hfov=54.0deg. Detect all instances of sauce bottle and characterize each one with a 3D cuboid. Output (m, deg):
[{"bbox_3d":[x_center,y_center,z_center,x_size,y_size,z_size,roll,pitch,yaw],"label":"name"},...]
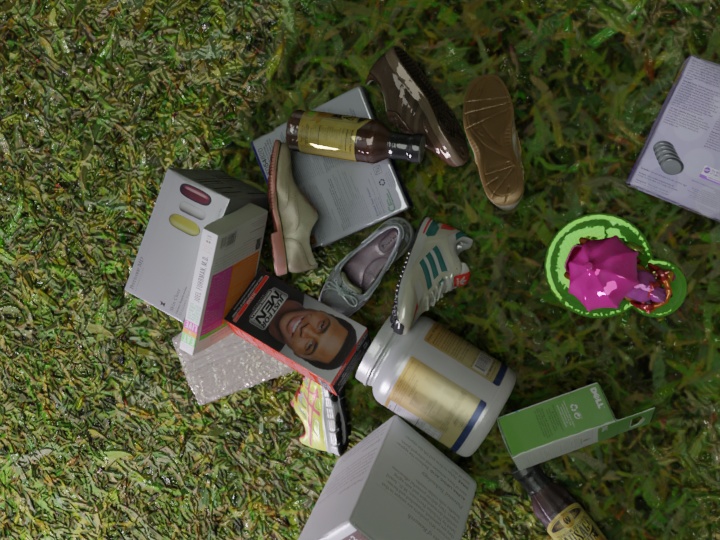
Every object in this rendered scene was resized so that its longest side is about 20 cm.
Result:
[{"bbox_3d":[0.298,0.366,1.033,0.066,0.066,0.200,-43,83,16],"label":"sauce bottle"},{"bbox_3d":[-0.006,-0.188,1.014,0.198,0.065,0.065,12,99,13],"label":"sauce bottle"}]

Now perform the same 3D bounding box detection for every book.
[{"bbox_3d":[-0.201,0.013,1.039,0.048,0.134,0.201,25,117,13],"label":"book"}]

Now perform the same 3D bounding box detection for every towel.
[{"bbox_3d":[-0.206,0.133,1.165,0.199,0.034,0.133,-21,91,15],"label":"towel"}]

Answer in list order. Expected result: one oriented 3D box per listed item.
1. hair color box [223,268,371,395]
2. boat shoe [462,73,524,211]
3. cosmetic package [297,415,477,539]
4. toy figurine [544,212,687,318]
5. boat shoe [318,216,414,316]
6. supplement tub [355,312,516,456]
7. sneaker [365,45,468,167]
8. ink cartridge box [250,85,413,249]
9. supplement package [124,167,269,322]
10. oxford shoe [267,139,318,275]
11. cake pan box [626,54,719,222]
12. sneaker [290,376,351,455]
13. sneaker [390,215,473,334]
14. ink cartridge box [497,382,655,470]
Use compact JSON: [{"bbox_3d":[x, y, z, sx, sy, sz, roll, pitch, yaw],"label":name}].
[{"bbox_3d":[-0.093,0.090,1.056,0.199,0.061,0.102,27,70,20],"label":"hair color box"},{"bbox_3d":[0.189,-0.177,1.000,0.073,0.069,0.202,-9,73,13],"label":"boat shoe"},{"bbox_3d":[0.035,0.354,0.999,0.165,0.200,0.165,40,129,-5],"label":"cosmetic package"},{"bbox_3d":[0.339,0.014,0.920,0.199,0.184,0.151,24,102,11],"label":"toy figurine"},{"bbox_3d":[0.002,0.001,1.074,0.074,0.065,0.202,47,108,7],"label":"boat shoe"},{"bbox_3d":[0.107,0.157,1.022,0.199,0.144,0.145,32,103,10],"label":"supplement tub"},{"bbox_3d":[0.083,-0.227,1.036,0.075,0.070,0.201,-35,83,35],"label":"sneaker"},{"bbox_3d":[-0.045,-0.149,1.083,0.199,0.041,0.201,-21,90,18],"label":"ink cartridge box"},{"bbox_3d":[-0.247,-0.044,1.092,0.110,0.156,0.201,26,103,12],"label":"supplement package"},{"bbox_3d":[-0.101,-0.095,1.061,0.073,0.071,0.202,-4,95,-7],"label":"oxford shoe"},{"bbox_3d":[0.484,-0.160,0.930,0.199,0.052,0.185,24,104,12],"label":"cake pan box"},{"bbox_3d":[-0.072,0.192,1.113,0.090,0.078,0.202,-2,94,23],"label":"sneaker"},{"bbox_3d":[0.106,0.010,0.999,0.093,0.201,0.071,17,143,7],"label":"sneaker"},{"bbox_3d":[0.297,0.210,0.982,0.199,0.104,0.060,-22,61,8],"label":"ink cartridge box"}]
